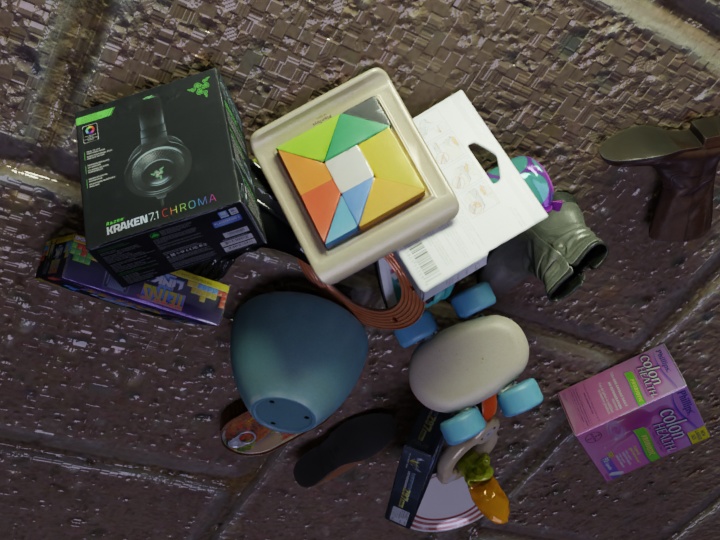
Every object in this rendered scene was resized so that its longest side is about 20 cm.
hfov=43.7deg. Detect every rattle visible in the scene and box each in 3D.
[{"bbox_3d":[0.214,0.314,1.504,0.129,0.143,0.201,3,132,-29],"label":"rattle"}]

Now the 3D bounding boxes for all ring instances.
[{"bbox_3d":[0.000,0.000,1.183,0.199,0.019,0.201,23,143,19],"label":"ring"}]

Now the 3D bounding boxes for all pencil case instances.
[{"bbox_3d":[0.152,-0.066,1.139,0.199,0.093,0.085,-33,155,-13],"label":"pencil case"}]

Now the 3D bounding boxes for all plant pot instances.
[{"bbox_3d":[-0.095,0.146,1.251,0.198,0.136,0.201,6,140,5],"label":"plant pot"}]

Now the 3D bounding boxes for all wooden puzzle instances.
[{"bbox_3d":[-0.009,-0.111,1.033,0.184,0.201,0.037,-28,171,-1],"label":"wooden puzzle"}]

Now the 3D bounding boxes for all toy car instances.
[{"bbox_3d":[0.156,0.135,1.324,0.176,0.186,0.200,-26,174,2],"label":"toy car"}]

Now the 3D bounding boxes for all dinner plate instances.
[{"bbox_3d":[0.161,0.427,1.683,0.198,0.024,0.201,-7,133,-8],"label":"dinner plate"}]

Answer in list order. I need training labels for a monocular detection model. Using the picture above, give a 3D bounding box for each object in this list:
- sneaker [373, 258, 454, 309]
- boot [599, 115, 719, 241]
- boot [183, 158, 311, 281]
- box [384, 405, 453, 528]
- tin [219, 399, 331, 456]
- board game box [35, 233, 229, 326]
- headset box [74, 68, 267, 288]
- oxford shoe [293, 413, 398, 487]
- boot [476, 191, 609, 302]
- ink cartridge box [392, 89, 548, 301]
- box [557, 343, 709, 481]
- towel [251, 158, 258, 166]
[{"bbox_3d":[0.078,-0.024,1.208,0.120,0.084,0.201,-15,132,-2],"label":"sneaker"},{"bbox_3d":[0.408,-0.106,1.229,0.185,0.065,0.201,-9,138,-2],"label":"boot"},{"bbox_3d":[-0.133,-0.034,1.113,0.211,0.080,0.158,38,113,-7],"label":"boot"},{"bbox_3d":[0.102,0.298,1.461,0.051,0.158,0.201,21,131,11],"label":"box"},{"bbox_3d":[-0.133,0.229,1.425,0.199,0.042,0.112,-29,128,14],"label":"tin"},{"bbox_3d":[-0.286,0.016,1.116,0.199,0.057,0.165,21,170,-28],"label":"board game box"},{"bbox_3d":[-0.212,-0.109,0.992,0.173,0.201,0.093,-16,150,4],"label":"headset box"},{"bbox_3d":[-0.018,0.298,1.508,0.199,0.072,0.071,-31,159,16],"label":"oxford shoe"},{"bbox_3d":[0.242,-0.004,1.230,0.067,0.131,0.200,23,124,-30],"label":"boot"},{"bbox_3d":[0.097,-0.093,1.073,0.173,0.201,0.044,-29,162,-5],"label":"ink cartridge box"},{"bbox_3d":[0.469,0.248,1.538,0.199,0.097,0.176,-28,132,12],"label":"box"},{"bbox_3d":[-0.091,-0.120,1.129,0.199,0.018,0.086,-22,127,9],"label":"towel"}]
